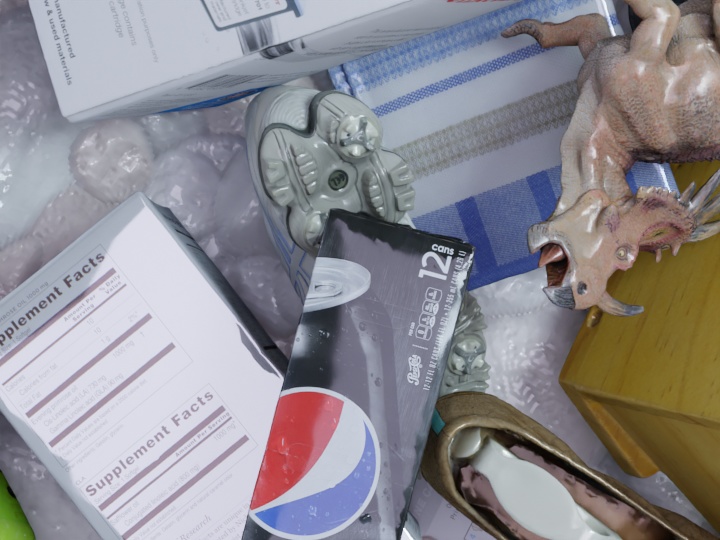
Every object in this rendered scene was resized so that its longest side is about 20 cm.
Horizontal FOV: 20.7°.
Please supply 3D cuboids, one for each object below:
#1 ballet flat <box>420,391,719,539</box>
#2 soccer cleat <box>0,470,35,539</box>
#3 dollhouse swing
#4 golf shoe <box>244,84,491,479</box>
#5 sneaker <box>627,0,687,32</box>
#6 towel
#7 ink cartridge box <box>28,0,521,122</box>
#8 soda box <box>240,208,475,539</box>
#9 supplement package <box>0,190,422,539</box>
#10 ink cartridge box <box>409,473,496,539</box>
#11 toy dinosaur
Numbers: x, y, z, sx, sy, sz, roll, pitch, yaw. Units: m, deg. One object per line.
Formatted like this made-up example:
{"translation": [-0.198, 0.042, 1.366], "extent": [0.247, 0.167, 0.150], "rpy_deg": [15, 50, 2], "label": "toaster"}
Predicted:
{"translation": [0.109, 0.122, 0.876], "extent": [0.200, 0.072, 0.068], "rpy_deg": [38, 92, 2], "label": "ballet flat"}
{"translation": [-0.247, 0.153, 0.933], "extent": [0.199, 0.068, 0.081], "rpy_deg": [-24, 67, 3], "label": "soccer cleat"}
{"translation": [0.221, 0.056, 0.873], "extent": [0.175, 0.200, 0.182], "rpy_deg": [30, 81, -24], "label": "dollhouse swing"}
{"translation": [0.000, 0.000, 0.926], "extent": [0.078, 0.097, 0.201], "rpy_deg": [-24, 115, -13], "label": "golf shoe"}
{"translation": [0.211, -0.141, 0.897], "extent": [0.199, 0.067, 0.091], "rpy_deg": [-13, 134, 15], "label": "sneaker"}
{"translation": [0.055, -0.097, 0.922], "extent": [0.146, 0.024, 0.201], "rpy_deg": [-20, 91, 26], "label": "towel"}
{"translation": [-0.022, -0.132, 0.853], "extent": [0.199, 0.146, 0.086], "rpy_deg": [-18, 90, 23], "label": "ink cartridge box"}
{"translation": [-0.007, 0.080, 0.809], "extent": [0.063, 0.071, 0.201], "rpy_deg": [14, 86, 3], "label": "soda box"}
{"translation": [-0.075, 0.077, 0.902], "extent": [0.109, 0.114, 0.200], "rpy_deg": [-39, 87, -1], "label": "supplement package"}
{"translation": [0.092, 0.193, 0.952], "extent": [0.199, 0.050, 0.161], "rpy_deg": [27, 90, 17], "label": "ink cartridge box"}
{"translation": [0.147, -0.074, 0.841], "extent": [0.199, 0.086, 0.136], "rpy_deg": [-28, 90, 4], "label": "toy dinosaur"}
